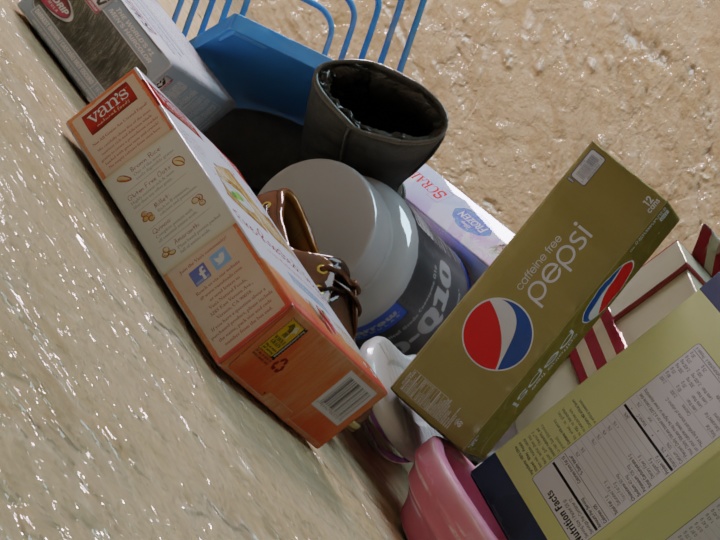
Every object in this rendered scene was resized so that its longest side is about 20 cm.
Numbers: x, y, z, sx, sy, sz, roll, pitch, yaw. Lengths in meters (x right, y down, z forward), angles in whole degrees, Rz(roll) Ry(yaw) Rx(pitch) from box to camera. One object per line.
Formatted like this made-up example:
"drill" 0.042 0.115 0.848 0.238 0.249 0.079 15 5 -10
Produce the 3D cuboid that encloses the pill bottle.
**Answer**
"pill bottle" 0.000 0.000 1.661 0.114 0.114 0.200 54 6 27

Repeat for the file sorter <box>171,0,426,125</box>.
"file sorter" -0.053 -0.183 1.761 0.138 0.123 0.200 23 -15 -20

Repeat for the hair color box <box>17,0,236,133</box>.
"hair color box" -0.154 -0.144 1.603 0.099 0.061 0.200 52 4 8

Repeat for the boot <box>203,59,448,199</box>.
"boot" -0.034 -0.096 1.675 0.181 0.073 0.200 14 -11 1

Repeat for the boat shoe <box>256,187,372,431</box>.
"boat shoe" -0.035 0.018 1.477 0.072 0.067 0.200 47 7 -45

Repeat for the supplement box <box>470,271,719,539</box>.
"supplement box" 0.212 0.153 1.421 0.200 0.200 0.134 49 6 -31

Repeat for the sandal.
"sandal" 0.018 0.093 1.561 0.203 0.050 0.083 29 40 -76

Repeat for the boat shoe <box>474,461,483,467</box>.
"boat shoe" 0.134 0.211 1.626 0.201 0.074 0.093 58 6 -3

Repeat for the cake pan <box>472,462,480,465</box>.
"cake pan" 0.171 0.209 1.932 0.200 0.037 0.200 44 -5 4

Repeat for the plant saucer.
"plant saucer" 0.089 0.194 1.451 0.201 0.051 0.201 52 6 -7

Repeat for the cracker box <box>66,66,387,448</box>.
"cracker box" -0.076 -0.008 1.352 0.200 0.058 0.134 54 5 33

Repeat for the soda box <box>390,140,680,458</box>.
"soda box" 0.110 0.020 1.480 0.064 0.200 0.068 41 3 17

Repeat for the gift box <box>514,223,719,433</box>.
"gift box" 0.207 0.096 1.590 0.200 0.184 0.187 50 14 -27

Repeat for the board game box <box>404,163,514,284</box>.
"board game box" 0.078 0.035 1.825 0.200 0.041 0.200 41 -33 45

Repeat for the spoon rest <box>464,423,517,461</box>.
"spoon rest" 0.085 0.131 1.713 0.099 0.061 0.200 0 42 -34
